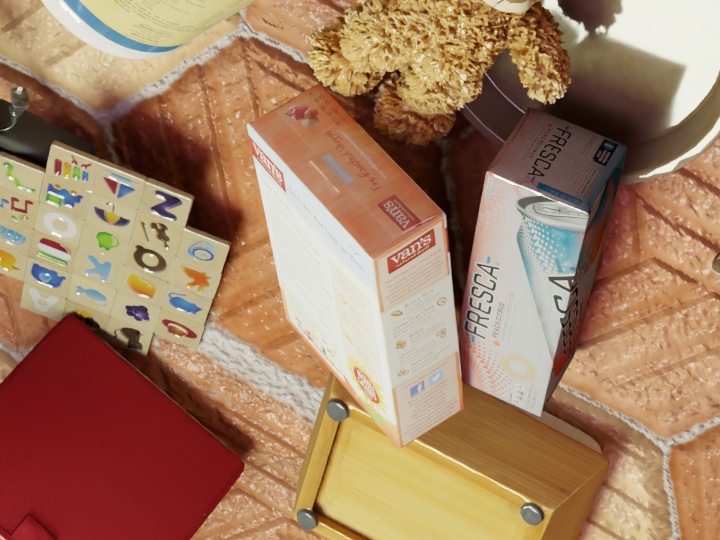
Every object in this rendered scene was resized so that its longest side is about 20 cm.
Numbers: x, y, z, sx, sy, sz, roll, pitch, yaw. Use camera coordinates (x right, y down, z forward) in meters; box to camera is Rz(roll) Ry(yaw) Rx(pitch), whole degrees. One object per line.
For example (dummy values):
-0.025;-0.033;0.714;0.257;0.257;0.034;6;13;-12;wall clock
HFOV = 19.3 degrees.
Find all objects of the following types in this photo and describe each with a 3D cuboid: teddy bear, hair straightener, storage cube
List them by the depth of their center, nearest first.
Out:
0.049;-0.140;1.203;0.200;0.067;0.145;-20;113;39;teddy bear
-0.249;-0.116;1.397;0.077;0.041;0.200;-23;134;37;hair straightener
-0.225;0.173;1.534;0.200;0.180;0.171;41;140;-2;storage cube

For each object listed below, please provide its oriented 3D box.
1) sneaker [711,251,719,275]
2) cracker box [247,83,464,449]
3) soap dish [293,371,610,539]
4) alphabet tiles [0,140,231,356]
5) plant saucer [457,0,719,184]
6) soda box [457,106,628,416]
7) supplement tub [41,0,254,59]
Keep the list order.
0.264;0.067;1.284;0.075;0.070;0.200;15;128;44;sneaker
0.000;0.000;1.305;0.134;0.058;0.200;48;161;33;cracker box
0.053;0.144;1.436;0.200;0.081;0.158;27;132;11;soap dish
-0.178;-0.012;1.464;0.166;0.006;0.200;21;143;-1;alphabet tiles
0.129;-0.141;1.221;0.200;0.029;0.200;15;128;20;plant saucer
0.105;-0.001;1.289;0.068;0.064;0.200;23;142;14;soda box
-0.089;-0.221;1.209;0.200;0.145;0.145;-26;107;39;supplement tub
